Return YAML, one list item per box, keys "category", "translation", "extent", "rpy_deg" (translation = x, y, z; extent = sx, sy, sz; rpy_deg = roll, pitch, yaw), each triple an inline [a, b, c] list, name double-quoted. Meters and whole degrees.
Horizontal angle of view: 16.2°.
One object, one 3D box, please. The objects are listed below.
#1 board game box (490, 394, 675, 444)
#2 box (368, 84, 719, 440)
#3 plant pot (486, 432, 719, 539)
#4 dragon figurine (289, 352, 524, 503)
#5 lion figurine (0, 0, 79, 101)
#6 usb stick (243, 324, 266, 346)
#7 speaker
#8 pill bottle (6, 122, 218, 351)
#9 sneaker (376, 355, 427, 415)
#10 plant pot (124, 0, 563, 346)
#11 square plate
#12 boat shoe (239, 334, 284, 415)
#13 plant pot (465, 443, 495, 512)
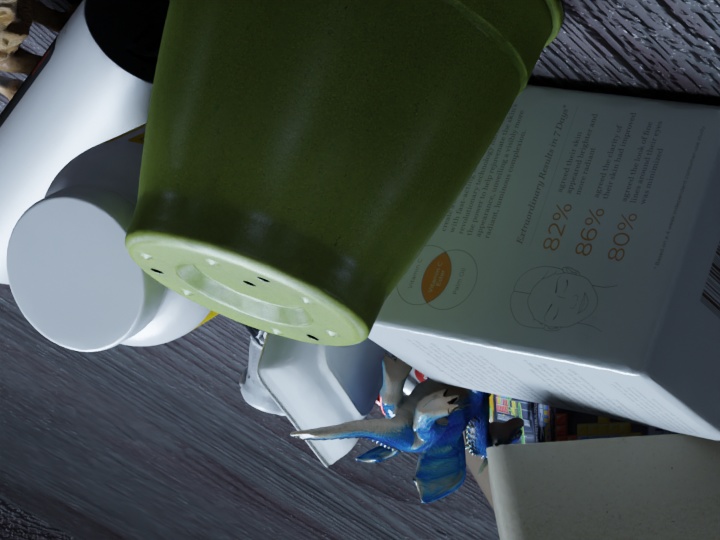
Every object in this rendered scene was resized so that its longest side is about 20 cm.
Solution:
- category: "board game box"
  translation: [0.197, 0.087, 1.609]
  extent: [0.199, 0.057, 0.165]
  rpy_deg: [-1, 179, -11]
- category: "box"
  translation: [0.115, -0.010, 1.371]
  extent: [0.200, 0.153, 0.106]
  rpy_deg: [11, 164, 38]
- category: "plant pot"
  translation: [0.176, 0.189, 1.435]
  extent: [0.199, 0.178, 0.200]
  rpy_deg: [-3, 171, 3]
- category: "dragon figurine"
  translation: [0.037, 0.097, 1.492]
  extent: [0.059, 0.200, 0.100]
  rpy_deg: [30, 127, 26]
- category: "lion figurine"
  translation: [-0.244, -0.146, 1.533]
  extent: [0.122, 0.073, 0.200]
  rpy_deg: [13, 164, -29]
- category: "usb stick"
  translation: [-0.092, -0.023, 1.651]
  extent: [0.200, 0.055, 0.033]
  rpy_deg: [49, 152, 34]
- category: "speaker"
  translation: [-0.172, -0.079, 1.486]
  extent: [0.081, 0.081, 0.200]
  rpy_deg: [26, 132, -19]
- category: "pill bottle"
  translation: [-0.105, -0.025, 1.381]
  extent: [0.112, 0.113, 0.200]
  rpy_deg: [15, -158, 22]
- category: "sneaker"
  translation: [0.040, 0.041, 1.653]
  extent: [0.067, 0.108, 0.201]
  rpy_deg: [38, -177, -9]
- category: "plant pot"
  translation: [-0.025, -0.073, 1.259]
  extent: [0.200, 0.193, 0.200]
  rpy_deg: [20, 165, 6]
- category: "square plate"
  translation: [0.000, 0.000, 1.476]
  extent: [0.028, 0.200, 0.198]
  rpy_deg: [13, 164, 15]
- category: "boat shoe"
  translation: [-0.043, 0.066, 1.717]
  extent: [0.072, 0.069, 0.200]
  rpy_deg: [25, -177, 0]
- category: "plant pot"
  translation: [0.148, 0.113, 1.770]
  extent: [0.175, 0.200, 0.200]
  rpy_deg: [48, 156, -20]
